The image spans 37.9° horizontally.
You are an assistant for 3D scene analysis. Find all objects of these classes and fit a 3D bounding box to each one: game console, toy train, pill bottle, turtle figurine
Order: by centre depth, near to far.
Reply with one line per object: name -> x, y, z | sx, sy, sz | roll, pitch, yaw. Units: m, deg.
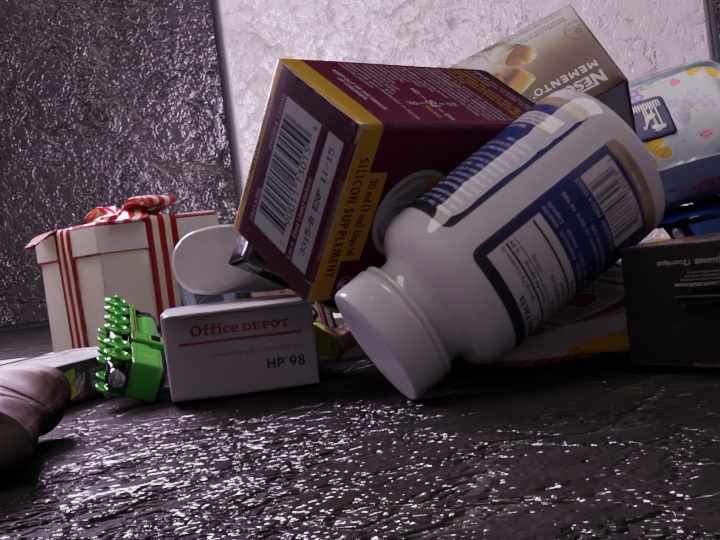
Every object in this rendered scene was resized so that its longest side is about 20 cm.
pill bottle -> 0.084, -0.013, 0.660 | 0.199, 0.112, 0.111 | -38, 8, -12
toy train -> -0.195, 0.064, 0.895 | 0.056, 0.042, 0.200 | 13, 10, -15
game console -> 0.327, -0.014, 0.992 | 0.118, 0.171, 0.200 | -44, 13, -16
turtle figurine -> 0.027, 0.025, 0.993 | 0.160, 0.064, 0.201 | -27, -29, -36

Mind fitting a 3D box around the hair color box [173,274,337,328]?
hair color box -> -0.097, 0.034, 1.041 | 0.060, 0.100, 0.200 | -18, -3, 22

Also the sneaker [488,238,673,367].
sneaker -> 0.139, 0.021, 0.744 | 0.197, 0.084, 0.078 | -8, 1, -1

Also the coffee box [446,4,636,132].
coffee box -> 0.122, -0.125, 0.902 | 0.198, 0.115, 0.080 | -26, -39, 5

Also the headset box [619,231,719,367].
headset box -> 0.265, 0.010, 0.633 | 0.198, 0.079, 0.148 | -7, 0, -40

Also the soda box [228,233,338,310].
soda box -> 0.000, 0.000, 0.841 | 0.198, 0.072, 0.063 | 24, -7, -16

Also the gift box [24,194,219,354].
gift box -> -0.271, 0.014, 1.213 | 0.183, 0.190, 0.198 | -7, 0, 44

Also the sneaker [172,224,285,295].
sneaker -> -0.062, -0.013, 0.910 | 0.196, 0.077, 0.089 | -3, -8, -7

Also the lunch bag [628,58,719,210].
lunch bag -> 0.266, -0.116, 0.968 | 0.167, 0.129, 0.200 | -16, 17, 12

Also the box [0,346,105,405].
box -> -0.272, 0.097, 0.943 | 0.108, 0.035, 0.200 | -7, 1, 18

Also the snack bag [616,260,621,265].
snack bag -> 0.164, -0.015, 0.939 | 0.197, 0.022, 0.188 | 2, 3, 27

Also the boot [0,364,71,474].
boot -> -0.268, 0.095, 0.608 | 0.183, 0.065, 0.200 | -10, 6, -6

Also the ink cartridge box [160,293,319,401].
ink cartridge box -> -0.098, 0.059, 0.833 | 0.114, 0.068, 0.200 | -7, 1, -9

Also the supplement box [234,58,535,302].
supplement box -> 0.029, -0.065, 0.736 | 0.198, 0.132, 0.103 | -7, 36, -40
